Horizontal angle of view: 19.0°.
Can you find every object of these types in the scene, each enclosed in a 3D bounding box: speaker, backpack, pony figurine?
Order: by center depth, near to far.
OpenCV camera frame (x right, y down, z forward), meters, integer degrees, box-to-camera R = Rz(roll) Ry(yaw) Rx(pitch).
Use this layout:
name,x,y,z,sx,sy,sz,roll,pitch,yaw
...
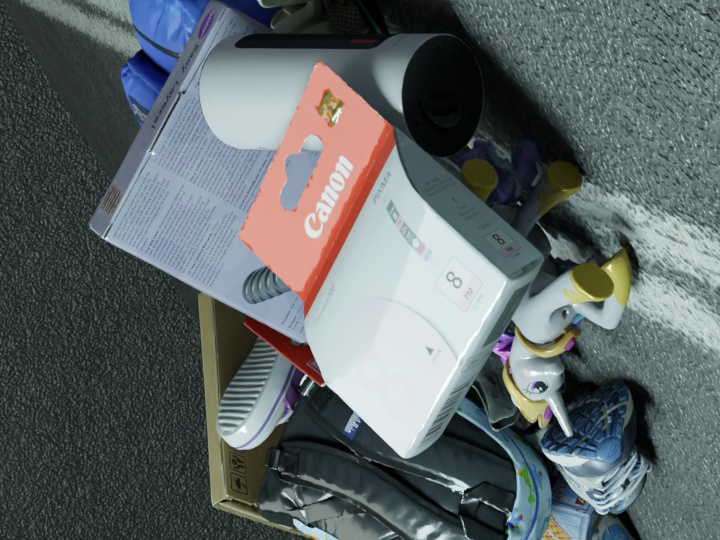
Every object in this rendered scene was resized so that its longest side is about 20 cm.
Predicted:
name,x,y,z,sx,sy,sz,roll,pitch,yaw
pony figurine,0.089,0.002,1.401,0.193,0.166,0.200,44,151,18
speaker,-0.014,-0.117,1.430,0.199,0.081,0.081,6,134,45
backpack,0.048,0.157,1.630,0.199,0.164,0.153,20,177,38
backpack,-0.094,-0.155,1.642,0.162,0.167,0.201,32,152,50

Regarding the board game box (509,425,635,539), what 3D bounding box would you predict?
name,x,y,z,sx,sy,sz,roll,pitch,yaw
board game box,0.143,0.194,1.743,0.199,0.062,0.200,4,142,45

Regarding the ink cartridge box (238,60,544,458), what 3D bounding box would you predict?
name,x,y,z,sx,sy,sz,roll,pitch,yaw
ink cartridge box,0.003,-0.006,1.355,0.200,0.057,0.163,40,128,16

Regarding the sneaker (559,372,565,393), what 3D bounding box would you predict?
name,x,y,z,sx,sy,sz,roll,pitch,yaw
sneaker,0.102,0.036,1.637,0.200,0.075,0.078,-147,47,-64

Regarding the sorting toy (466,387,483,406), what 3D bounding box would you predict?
name,x,y,z,sx,sy,sz,roll,pitch,yaw
sorting toy,0.028,0.030,1.843,0.200,0.069,0.199,46,171,45

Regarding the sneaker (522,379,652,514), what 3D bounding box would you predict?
name,x,y,z,sx,sy,sz,roll,pitch,yaw
sneaker,0.179,0.133,1.560,0.085,0.077,0.200,51,179,-1

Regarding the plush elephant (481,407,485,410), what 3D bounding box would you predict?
name,x,y,z,sx,sy,sz,roll,pitch,yaw
plush elephant,0.070,0.187,1.967,0.154,0.164,0.201,23,120,47

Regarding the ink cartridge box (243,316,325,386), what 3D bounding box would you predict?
name,x,y,z,sx,sy,sz,roll,pitch,yaw
ink cartridge box,0.000,0.000,1.652,0.044,0.173,0.200,61,168,-21

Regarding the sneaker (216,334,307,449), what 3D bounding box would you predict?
name,x,y,z,sx,sy,sz,roll,pitch,yaw
sneaker,-0.038,0.096,1.715,0.114,0.072,0.201,47,-144,-14

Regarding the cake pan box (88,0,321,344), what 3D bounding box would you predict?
name,x,y,z,sx,sy,sz,roll,pitch,yaw
cake pan box,-0.072,-0.074,1.563,0.183,0.201,0.052,26,-176,-27

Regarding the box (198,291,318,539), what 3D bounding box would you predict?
name,x,y,z,sx,sy,sz,roll,pitch,yaw
box,-0.058,0.121,1.750,0.163,0.021,0.201,23,-135,-35

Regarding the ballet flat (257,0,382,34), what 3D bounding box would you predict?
name,x,y,z,sx,sy,sz,roll,pitch,yaw
ballet flat,-0.039,-0.200,1.491,0.068,0.075,0.201,42,163,39

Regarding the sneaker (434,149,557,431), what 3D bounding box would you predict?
name,x,y,z,sx,sy,sz,roll,pitch,yaw
sneaker,0.076,0.006,1.519,0.200,0.104,0.060,53,170,15
